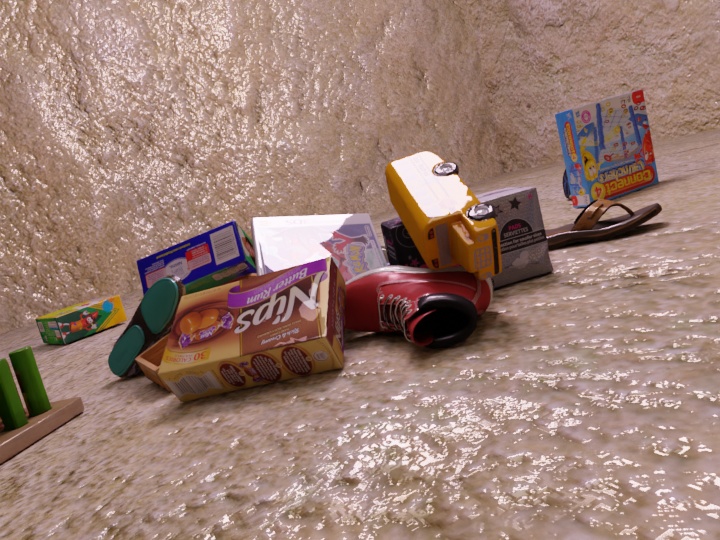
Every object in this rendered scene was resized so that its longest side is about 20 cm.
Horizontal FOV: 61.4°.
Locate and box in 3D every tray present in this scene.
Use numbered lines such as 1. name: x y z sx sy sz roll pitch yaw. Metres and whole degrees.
1. tray: -0.197 0.076 0.811 0.199 0.038 0.098 -41 23 -28

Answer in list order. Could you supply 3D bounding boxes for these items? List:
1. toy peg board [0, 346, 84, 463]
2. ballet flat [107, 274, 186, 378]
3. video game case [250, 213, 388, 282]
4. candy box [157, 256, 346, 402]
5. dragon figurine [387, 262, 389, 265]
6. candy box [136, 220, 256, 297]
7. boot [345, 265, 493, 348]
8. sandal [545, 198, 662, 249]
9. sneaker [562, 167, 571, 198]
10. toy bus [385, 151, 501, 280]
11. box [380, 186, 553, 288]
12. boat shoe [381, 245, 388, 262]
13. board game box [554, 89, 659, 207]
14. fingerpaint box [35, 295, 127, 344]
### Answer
1. toy peg board: -0.468 0.169 0.690 0.194 0.101 0.200 -13 8 17
2. ballet flat: -0.290 0.076 0.866 0.201 0.072 0.072 -47 -7 26
3. video game case: -0.052 -0.009 0.822 0.177 0.023 0.202 -3 42 -14
4. candy box: -0.114 0.065 0.671 0.195 0.057 0.118 -15 42 15
5. dragon figurine: 0.109 -0.019 0.923 0.196 0.060 0.100 -13 27 31
6. candy box: -0.229 0.020 0.969 0.165 0.079 0.200 -22 -22 4
7. boot: 0.036 0.045 0.653 0.195 0.074 0.144 -8 12 24
8. sandal: 0.344 -0.076 0.911 0.196 0.056 0.081 -11 9 32
9. sneaker: 0.526 -0.234 1.392 0.075 0.078 0.201 2 -30 -9
10. toy bus: 0.091 -0.065 0.689 0.076 0.066 0.202 -16 36 -4
11. box: 0.136 -0.035 0.818 0.195 0.118 0.132 -16 7 -2
12. boat shoe: 0.000 0.000 1.040 0.195 0.074 0.067 -6 -15 24
13. board game box: 0.520 -0.256 1.274 0.195 0.201 0.056 -18 9 -19
14. fingerpaint box: -0.727 0.129 1.579 0.165 0.075 0.197 -24 12 -42
